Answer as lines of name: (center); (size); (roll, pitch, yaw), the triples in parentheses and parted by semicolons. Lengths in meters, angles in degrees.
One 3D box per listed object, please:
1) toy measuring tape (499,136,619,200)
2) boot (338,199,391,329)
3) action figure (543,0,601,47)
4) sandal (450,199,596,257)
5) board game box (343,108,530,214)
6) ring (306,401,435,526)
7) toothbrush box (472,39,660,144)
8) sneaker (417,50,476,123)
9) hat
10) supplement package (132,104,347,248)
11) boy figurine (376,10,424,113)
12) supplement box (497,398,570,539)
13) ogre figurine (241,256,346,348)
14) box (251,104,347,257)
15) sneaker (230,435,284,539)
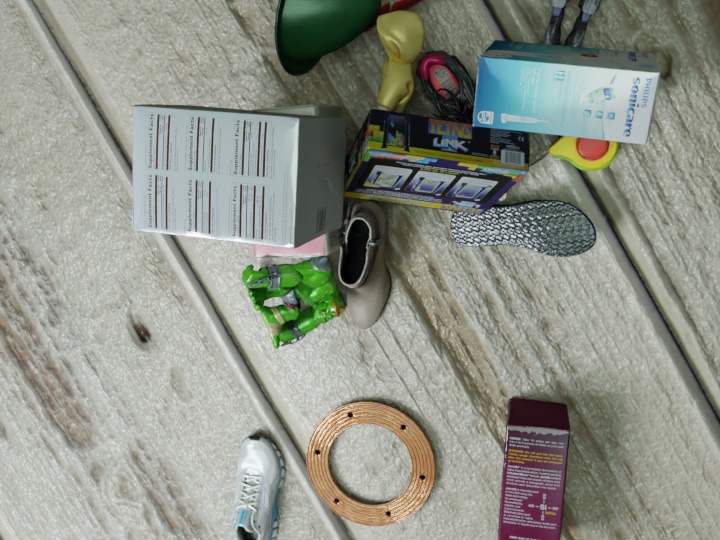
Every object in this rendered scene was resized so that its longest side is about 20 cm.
toy measuring tape: (0.276, -0.141, 1.103); (0.200, 0.074, 0.074); (-41, 90, 16)
boot: (0.000, 0.000, 1.150); (0.070, 0.146, 0.200); (5, 102, 10)
action figure: (0.258, -0.288, 1.080); (0.130, 0.069, 0.200); (13, 107, 3)
sandal: (0.224, -0.064, 1.146); (0.200, 0.048, 0.076); (7, 104, 24)
board game box: (0.089, -0.132, 1.051); (0.200, 0.165, 0.057); (7, 75, -11)
ring: (0.016, 0.293, 1.270); (0.200, 0.019, 0.201); (2, 101, 13)
toothbrush box: (0.245, -0.217, 0.996); (0.200, 0.146, 0.085); (10, 114, 13)
sneaker: (0.142, -0.206, 1.117); (0.081, 0.075, 0.200); (-41, 91, 16)
hat: (0.012, -0.324, 1.064); (0.176, 0.166, 0.200); (21, 86, 18)
supplement package: (-0.139, -0.118, 1.002); (0.200, 0.191, 0.147); (7, 101, 14)
boy figurine: (0.039, -0.238, 1.094); (0.064, 0.124, 0.200); (12, 127, 6)
supplement box: (0.242, 0.294, 1.172); (0.085, 0.110, 0.200); (4, 102, 11)
ogre figurine: (-0.088, 0.036, 1.177); (0.120, 0.098, 0.200); (-21, 129, -1)
box: (-0.086, -0.125, 1.155); (0.109, 0.128, 0.200); (-2, 100, 14)
sneaker: (-0.165, 0.356, 1.288); (0.075, 0.087, 0.200); (2, 100, 14)
